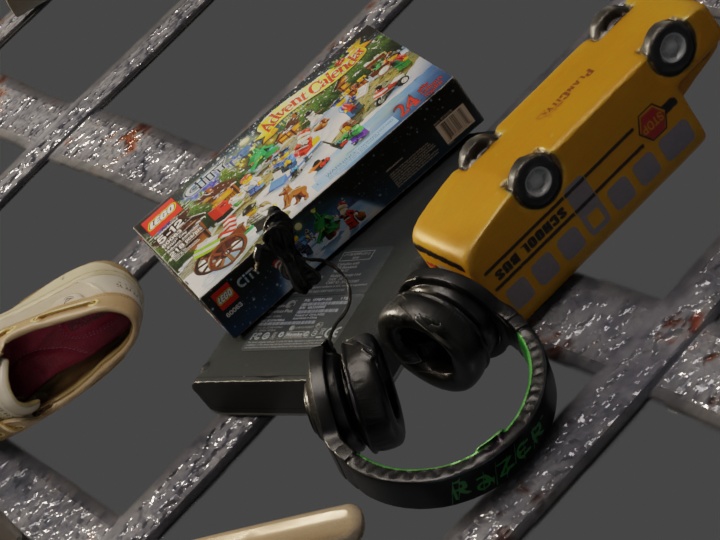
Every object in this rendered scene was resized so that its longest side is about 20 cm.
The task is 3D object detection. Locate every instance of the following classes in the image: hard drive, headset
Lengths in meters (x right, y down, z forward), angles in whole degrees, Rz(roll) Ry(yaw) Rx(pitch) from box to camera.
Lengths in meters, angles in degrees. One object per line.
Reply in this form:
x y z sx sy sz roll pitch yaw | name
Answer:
0.000 0.000 1.396 0.139 0.033 0.200 -4 45 46 | hard drive
0.015 0.040 1.246 0.123 0.094 0.200 -36 44 -13 | headset

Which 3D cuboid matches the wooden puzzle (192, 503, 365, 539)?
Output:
-0.117 0.174 1.179 0.200 0.046 0.185 -16 -3 -37 | wooden puzzle

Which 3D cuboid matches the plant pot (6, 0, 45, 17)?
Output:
-0.238 -0.341 2.010 0.200 0.188 0.187 -23 30 -1 | plant pot

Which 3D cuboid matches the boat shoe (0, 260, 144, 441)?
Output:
-0.225 0.068 1.508 0.200 0.074 0.069 -36 24 2 | boat shoe

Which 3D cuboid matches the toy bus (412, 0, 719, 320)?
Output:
0.121 -0.064 1.306 0.200 0.078 0.065 -45 29 -11 | toy bus

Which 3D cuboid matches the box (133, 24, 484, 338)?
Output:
-0.035 -0.058 1.442 0.200 0.038 0.137 -41 30 -5 | box

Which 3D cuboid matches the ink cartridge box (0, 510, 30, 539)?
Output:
-0.250 0.179 1.256 0.146 0.200 0.084 -49 28 -18 | ink cartridge box
